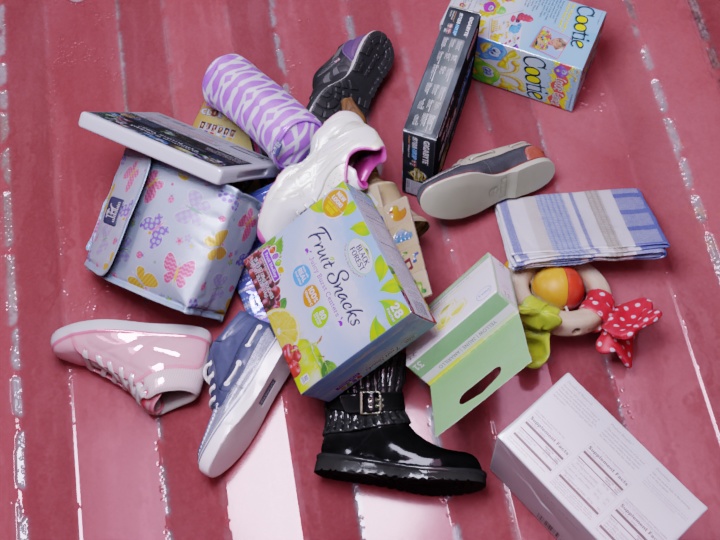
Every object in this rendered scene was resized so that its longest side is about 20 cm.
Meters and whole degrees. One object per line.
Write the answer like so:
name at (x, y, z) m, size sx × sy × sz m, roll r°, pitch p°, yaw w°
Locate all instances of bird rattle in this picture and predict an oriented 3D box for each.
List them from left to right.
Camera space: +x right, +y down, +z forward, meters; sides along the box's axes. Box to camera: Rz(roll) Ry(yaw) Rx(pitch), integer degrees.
bird rattle at (0.256, 0.036, 1.264) m, size 0.200 × 0.113 × 0.163 m, roll -10°, pitch 49°, yaw -4°

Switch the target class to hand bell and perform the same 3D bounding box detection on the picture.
hand bell at (0.011, -0.133, 1.328) m, size 0.104 × 0.104 × 0.200 m, roll -16°, pitch 75°, yaw -4°

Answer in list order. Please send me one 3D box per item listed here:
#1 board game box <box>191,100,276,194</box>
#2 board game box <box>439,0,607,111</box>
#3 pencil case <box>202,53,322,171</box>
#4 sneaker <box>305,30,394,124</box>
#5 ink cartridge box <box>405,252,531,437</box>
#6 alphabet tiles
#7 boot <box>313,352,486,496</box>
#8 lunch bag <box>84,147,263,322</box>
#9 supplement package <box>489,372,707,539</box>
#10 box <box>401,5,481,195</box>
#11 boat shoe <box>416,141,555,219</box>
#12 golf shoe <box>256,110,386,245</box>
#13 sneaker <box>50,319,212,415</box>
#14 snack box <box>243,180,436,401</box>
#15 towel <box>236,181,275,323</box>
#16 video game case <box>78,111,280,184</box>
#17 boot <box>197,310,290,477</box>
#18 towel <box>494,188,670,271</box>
board game box at (-0.143, -0.143, 1.393) m, size 0.200 × 0.035 × 0.136 m, roll 17°, pitch 68°, yaw 10°
board game box at (0.218, -0.315, 1.413) m, size 0.200 × 0.103 × 0.105 m, roll 21°, pitch 69°, yaw 12°
pencil case at (-0.128, -0.203, 1.334) m, size 0.084 × 0.086 × 0.200 m, roll -10°, pitch 42°, yaw -38°
sneaker at (-0.034, -0.242, 1.412) m, size 0.088 × 0.076 × 0.200 m, roll 2°, pitch 48°, yaw 46°
ink cartridge box at (0.118, 0.080, 1.181) m, size 0.048 × 0.200 × 0.146 m, roll 42°, pitch 111°, yaw -16°
alphabet tiles at (0.000, 0.000, 1.246) m, size 0.166 × 0.006 × 0.200 m, roll -25°, pitch 62°, yaw 24°
boot at (0.051, 0.175, 1.220) m, size 0.211 × 0.079 × 0.158 m, roll 8°, pitch 67°, yaw 7°
lunch bag at (-0.245, -0.048, 1.287) m, size 0.200 × 0.127 × 0.170 m, roll 23°, pitch 90°, yaw 23°
supplement package at (0.255, 0.239, 1.140) m, size 0.111 × 0.156 × 0.200 m, roll -39°, pitch 70°, yaw -13°
box at (0.104, -0.216, 1.346) m, size 0.046 × 0.159 × 0.200 m, roll 17°, pitch 67°, yaw 8°
boat shoe at (0.155, -0.122, 1.337) m, size 0.200 × 0.071 × 0.063 m, roll -18°, pitch 48°, yaw -21°
golf shoe at (-0.048, -0.102, 1.266) m, size 0.092 × 0.075 × 0.200 m, roll 38°, pitch 92°, yaw 35°
sneaker at (-0.285, 0.121, 1.262) m, size 0.200 × 0.075 × 0.105 m, roll 2°, pitch 61°, yaw -1°
snack box at (-0.028, 0.024, 1.210) m, size 0.169 × 0.068 × 0.200 m, roll -37°, pitch 59°, yaw 18°
towel at (-0.097, -0.015, 1.317) m, size 0.145 × 0.024 × 0.200 m, roll -24°, pitch 77°, yaw 2°
video game case at (-0.221, -0.157, 1.297) m, size 0.200 × 0.182 × 0.023 m, roll 24°, pitch 104°, yaw 14°
boot at (-0.159, 0.148, 1.253) m, size 0.090 × 0.073 × 0.200 m, roll 24°, pitch 68°, yaw 22°
towel at (0.276, -0.054, 1.312) m, size 0.200 × 0.024 × 0.147 m, roll -5°, pitch 37°, yaw -1°
